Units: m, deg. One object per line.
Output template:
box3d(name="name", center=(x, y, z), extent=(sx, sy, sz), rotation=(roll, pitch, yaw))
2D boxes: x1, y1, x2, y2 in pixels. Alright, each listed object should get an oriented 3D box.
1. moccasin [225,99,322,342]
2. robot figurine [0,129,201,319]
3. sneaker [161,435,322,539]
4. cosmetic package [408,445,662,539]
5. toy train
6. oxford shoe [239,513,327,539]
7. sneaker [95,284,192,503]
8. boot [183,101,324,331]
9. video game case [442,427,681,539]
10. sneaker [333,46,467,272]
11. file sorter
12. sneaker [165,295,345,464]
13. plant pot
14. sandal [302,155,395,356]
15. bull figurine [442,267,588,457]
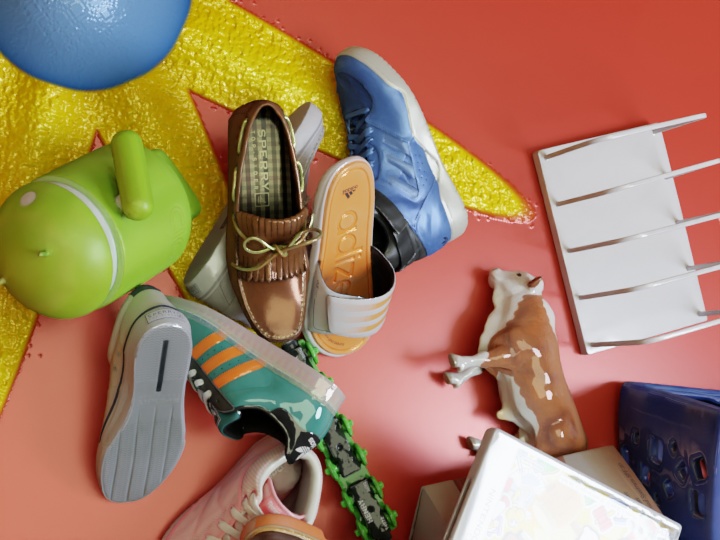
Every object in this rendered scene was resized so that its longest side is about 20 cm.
box3d(name="moccasin", center=(-0.073, -0.041, 1.274), extent=(0.073, 0.078, 0.203), rotation=(1, 92, -13))
box3d(name="robot figurine", center=(-0.217, -0.033, 1.245), extent=(0.116, 0.175, 0.200), rotation=(56, 38, -2))
box3d(name="sneaker", center=(-0.105, 0.222, 1.294), extent=(0.075, 0.105, 0.201), rotation=(43, 74, -14))
box3d(name="cosmetic package", center=(0.155, 0.234, 1.355), extent=(0.198, 0.104, 0.088), rotation=(-10, 132, -23))
box3d(name="toy train", center=(-0.023, 0.151, 1.353), extent=(0.041, 0.056, 0.201), rotation=(-26, 94, -8))
box3d(name="oxford shoe", center=(-0.006, 0.265, 1.247), extent=(0.198, 0.073, 0.072), rotation=(18, 116, -12))
box3d(name="sneaker", center=(-0.181, 0.103, 1.272), extent=(0.072, 0.071, 0.201), rotation=(4, 123, -26))
box3d(name="boot", center=(-0.068, -0.043, 1.355), extent=(0.095, 0.073, 0.201), rotation=(34, 84, -19))
box3d(name="video game case", center=(0.158, 0.256, 1.274), extent=(0.199, 0.023, 0.183), rotation=(28, 74, -16))
box3d(name="sneaker", center=(0.008, -0.095, 1.373), extent=(0.111, 0.077, 0.201), rotation=(-34, 103, -28))
box3d(name="file sorter", center=(0.271, -0.037, 1.435), extent=(0.138, 0.124, 0.202), rotation=(-14, 89, -20))
box3d(name="sneaker", center=(-0.115, 0.091, 1.284), extent=(0.199, 0.072, 0.080), rotation=(27, 70, 17))
box3d(name="plant pot", center=(0.356, 0.209, 1.408), extent=(0.198, 0.200, 0.182), rotation=(7, 90, -18))
box3d(name="sandal", center=(-0.007, 0.002, 1.315), extent=(0.079, 0.059, 0.208), rotation=(-23, 133, -28))
box3d(name="bull figurine", center=(0.144, 0.099, 1.411), extent=(0.121, 0.065, 0.201), rotation=(-22, 92, -16))
